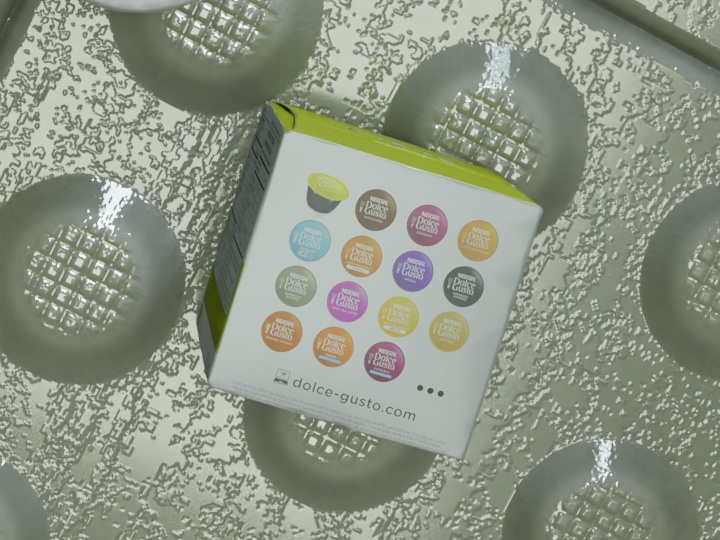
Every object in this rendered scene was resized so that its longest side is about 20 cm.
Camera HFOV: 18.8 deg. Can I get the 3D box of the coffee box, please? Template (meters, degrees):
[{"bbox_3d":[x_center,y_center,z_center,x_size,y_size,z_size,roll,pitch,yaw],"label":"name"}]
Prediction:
[{"bbox_3d":[0.000,0.000,1.637,0.199,0.200,0.199,17,98,-9],"label":"coffee box"}]

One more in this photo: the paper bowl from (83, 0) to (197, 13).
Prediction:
[{"bbox_3d":[-0.164,-0.295,1.612,0.199,0.104,0.202,-1,100,-5],"label":"paper bowl"}]
